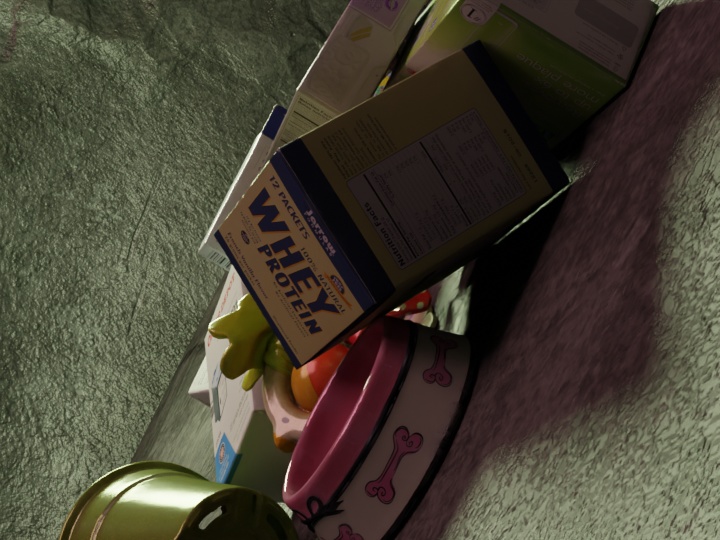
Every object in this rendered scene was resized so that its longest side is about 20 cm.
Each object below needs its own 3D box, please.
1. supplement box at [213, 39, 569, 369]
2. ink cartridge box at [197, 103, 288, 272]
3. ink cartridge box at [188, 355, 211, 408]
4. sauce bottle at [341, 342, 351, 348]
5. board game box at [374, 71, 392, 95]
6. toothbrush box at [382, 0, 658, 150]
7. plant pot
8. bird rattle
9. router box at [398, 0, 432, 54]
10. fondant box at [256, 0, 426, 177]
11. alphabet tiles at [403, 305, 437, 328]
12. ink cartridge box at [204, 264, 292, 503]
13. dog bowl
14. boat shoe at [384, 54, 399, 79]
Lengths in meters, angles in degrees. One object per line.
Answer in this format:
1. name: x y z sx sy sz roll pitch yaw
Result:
1. supplement box: 0.020 -0.048 1.304 0.199 0.135 0.200 -31 -6 -26
2. ink cartridge box: -0.047 -0.057 1.769 0.201 0.195 0.043 -64 11 -21
3. ink cartridge box: -0.097 0.089 1.852 0.200 0.084 0.147 -16 45 62
4. sauce bottle: 0.000 0.000 1.579 0.065 0.064 0.202 133 154 -56
5. board game box: 0.098 -0.202 1.514 0.198 0.039 0.158 -17 28 9
6. toothbrush box: 0.125 -0.178 1.335 0.087 0.145 0.200 -64 10 -23
7. plant pot: -0.145 0.260 1.457 0.189 0.199 0.201 -22 38 57
8. bird rattle: -0.023 0.075 1.444 0.198 0.113 0.165 -18 58 13
9. router box: 0.113 -0.262 1.654 0.063 0.149 0.200 -64 9 -28
10. fondant box: -0.018 -0.158 1.432 0.145 0.058 0.200 -61 4 -22
11. alphabet tiles: 0.011 0.113 1.498 0.197 0.014 0.200 -60 9 9
12. ink cartridge box: -0.093 0.104 1.620 0.147 0.085 0.201 114 154 -44
13. dog bowl: 0.009 0.124 1.280 0.201 0.073 0.200 -59 8 14
14. boat shoe: 0.044 -0.168 1.688 0.074 0.076 0.200 -47 -33 7
